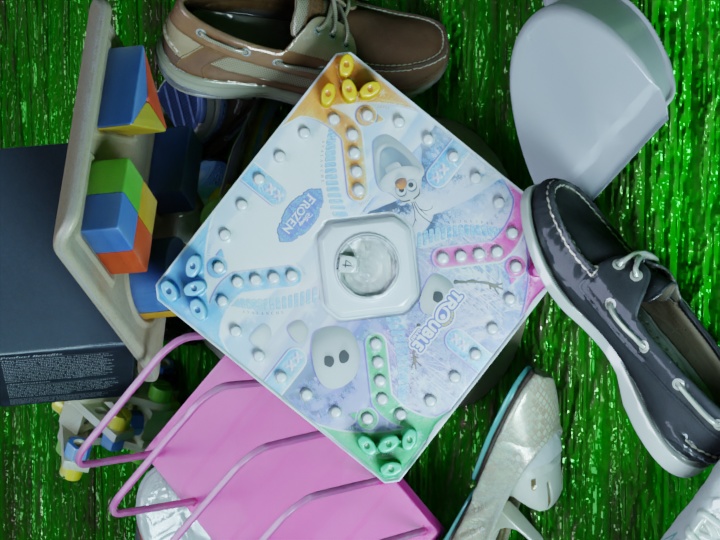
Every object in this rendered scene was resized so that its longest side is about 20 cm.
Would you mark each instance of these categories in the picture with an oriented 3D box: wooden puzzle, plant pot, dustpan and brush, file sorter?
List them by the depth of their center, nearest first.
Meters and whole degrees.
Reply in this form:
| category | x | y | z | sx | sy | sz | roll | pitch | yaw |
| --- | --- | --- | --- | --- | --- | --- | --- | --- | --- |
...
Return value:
| category | x | y | z | sx | sy | sz | roll | pitch | yaw |
| --- | --- | --- | --- | --- | --- | --- | --- | --- | --- |
| dustpan and brush | 0.129 | -0.145 | 1.436 | 0.201 | 0.057 | 0.140 | 62 | 141 | 19 |
| wooden puzzle | -0.145 | -0.051 | 1.522 | 0.200 | 0.046 | 0.187 | 68 | -158 | -57 |
| file sorter | -0.075 | 0.153 | 1.542 | 0.200 | 0.125 | 0.139 | 49 | 113 | 19 |
| plant pot | 0.000 | 0.000 | 1.546 | 0.200 | 0.134 | 0.202 | 9 | 102 | 52 |

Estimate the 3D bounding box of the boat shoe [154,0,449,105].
| category | x | y | z | sx | sy | sz | roll | pitch | yaw |
| --- | --- | --- | --- | --- | --- | --- | --- | --- | --- |
| boat shoe | -0.034 | -0.153 | 1.523 | 0.072 | 0.198 | 0.076 | 106 | 158 | -54 |

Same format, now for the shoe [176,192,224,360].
| category | x | y | z | sx | sy | sz | roll | pitch | yaw |
| --- | --- | --- | --- | --- | --- | --- | --- | --- | --- |
| shoe | -0.107 | 0.021 | 1.679 | 0.070 | 0.053 | 0.201 | -28 | 107 | 24 |

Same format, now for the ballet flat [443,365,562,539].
| category | x | y | z | sx | sy | sz | roll | pitch | yaw |
| --- | --- | --- | --- | --- | --- | --- | --- | --- | --- |
| ballet flat | 0.100 | 0.149 | 1.502 | 0.062 | 0.067 | 0.201 | 32 | 127 | 14 |

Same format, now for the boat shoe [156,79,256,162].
| category | x | y | z | sx | sy | sz | roll | pitch | yaw |
| --- | --- | --- | --- | --- | --- | --- | --- | --- | --- |
| boat shoe | -0.136 | -0.103 | 1.767 | 0.200 | 0.072 | 0.073 | -23 | 76 | 57 |

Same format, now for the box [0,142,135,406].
| category | x | y | z | sx | sy | sz | roll | pitch | yaw |
| --- | --- | --- | --- | --- | --- | --- | --- | --- | --- |
| box | -0.221 | 0.006 | 1.674 | 0.200 | 0.106 | 0.150 | 114 | 150 | -75 |

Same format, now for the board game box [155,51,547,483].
| category | x | y | z | sx | sy | sz | roll | pitch | yaw |
| --- | --- | --- | --- | --- | --- | --- | --- | --- | --- |
| board game box | 0.005 | -0.002 | 1.456 | 0.200 | 0.026 | 0.200 | 38 | 89 | 0 |

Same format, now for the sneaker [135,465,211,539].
| category | x | y | z | sx | sy | sz | roll | pitch | yaw |
| --- | --- | --- | --- | --- | --- | --- | --- | --- | --- |
| sneaker | -0.133 | 0.234 | 1.694 | 0.082 | 0.076 | 0.202 | -151 | 63 | -77 |

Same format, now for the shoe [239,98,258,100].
| category | x | y | z | sx | sy | sz | roll | pitch | yaw |
| --- | --- | --- | --- | --- | --- | --- | --- | --- | --- |
| shoe | -0.051 | -0.181 | 1.654 | 0.201 | 0.090 | 0.072 | -98 | 10 | -58 |

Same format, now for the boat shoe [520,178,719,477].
| category | x | y | z | sx | sy | sz | roll | pitch | yaw |
| --- | --- | --- | --- | --- | --- | --- | --- | --- | --- |
| boat shoe | 0.166 | 0.024 | 1.367 | 0.060 | 0.074 | 0.201 | -40 | 72 | 41 |

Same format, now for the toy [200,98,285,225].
| category | x | y | z | sx | sy | sz | roll | pitch | yaw |
| --- | --- | --- | --- | --- | --- | --- | --- | --- | --- |
| toy | -0.066 | -0.069 | 1.636 | 0.047 | 0.200 | 0.116 | 19 | 116 | 6 |

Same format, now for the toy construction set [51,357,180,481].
| category | x | y | z | sx | sy | sz | roll | pitch | yaw |
| --- | --- | --- | --- | --- | --- | --- | --- | --- | --- |
| toy construction set | -0.217 | 0.081 | 1.845 | 0.201 | 0.130 | 0.092 | 59 | 135 | 31 |

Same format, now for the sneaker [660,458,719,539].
| category | x | y | z | sx | sy | sz | roll | pitch | yaw |
| --- | --- | --- | --- | --- | --- | --- | --- | --- | --- |
| sneaker | 0.202 | 0.173 | 1.330 | 0.070 | 0.080 | 0.201 | 42 | 128 | 23 |

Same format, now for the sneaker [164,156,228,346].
| category | x | y | z | sx | sy | sz | roll | pitch | yaw |
| --- | --- | --- | --- | --- | --- | --- | --- | --- | --- |
| sneaker | -0.130 | -0.014 | 1.787 | 0.200 | 0.078 | 0.090 | 126 | 158 | -50 |
